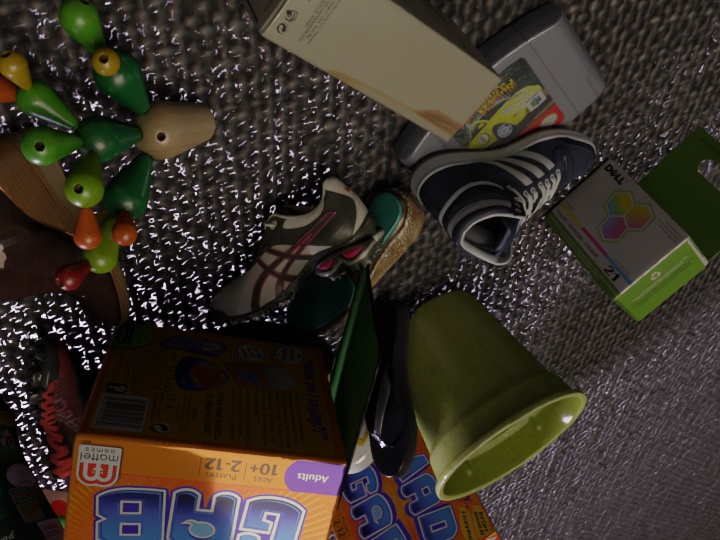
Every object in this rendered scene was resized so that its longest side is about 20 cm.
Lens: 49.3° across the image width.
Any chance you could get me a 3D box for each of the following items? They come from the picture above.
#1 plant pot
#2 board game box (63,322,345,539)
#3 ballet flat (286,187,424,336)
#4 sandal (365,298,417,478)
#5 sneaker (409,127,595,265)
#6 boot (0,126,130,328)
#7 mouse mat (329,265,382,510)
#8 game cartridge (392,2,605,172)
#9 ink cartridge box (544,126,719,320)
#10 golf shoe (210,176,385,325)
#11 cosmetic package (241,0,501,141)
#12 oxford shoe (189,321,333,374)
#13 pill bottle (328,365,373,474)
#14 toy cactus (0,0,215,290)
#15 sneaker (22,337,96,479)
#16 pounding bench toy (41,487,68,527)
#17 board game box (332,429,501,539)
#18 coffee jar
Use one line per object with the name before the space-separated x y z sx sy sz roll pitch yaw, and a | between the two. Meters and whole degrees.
plant pot | 0.128 0.132 0.921 0.199 0.185 0.201 -25 150 -15
board game box | -0.138 0.188 0.688 0.198 0.200 0.202 9 108 -11
ballet flat | 0.000 0.000 0.822 0.200 0.071 0.065 -47 151 25
sandal | 0.023 0.134 0.893 0.043 0.202 0.076 3 168 -34
sneaker | 0.157 -0.071 0.749 0.198 0.109 0.070 -13 138 -17
boot | -0.286 0.003 0.617 0.166 0.072 0.201 -40 131 -28
mouse mat | -0.008 0.096 0.713 0.007 0.200 0.162 11 113 -9
game cartridge | 0.133 -0.154 0.762 0.200 0.041 0.133 -42 134 14
ink cartridge box | 0.331 -0.069 0.873 0.200 0.148 0.076 -44 136 16
golf shoe | -0.074 -0.016 0.769 0.199 0.077 0.088 -28 103 19
cosmetic package | 0.007 -0.187 0.604 0.199 0.106 0.071 21 121 -40
oxford shoe | -0.128 0.086 0.821 0.198 0.084 0.073 4 90 -9
pill bottle | -0.049 0.170 0.929 0.111 0.112 0.200 -32 139 4
toy cactus | -0.185 -0.098 0.592 0.165 0.102 0.202 -25 114 -50
sneaker | -0.282 0.134 0.792 0.097 0.071 0.201 -10 138 -20
pounding bench toy | -0.343 0.285 0.838 0.199 0.125 0.156 -33 141 27
board game box | 0.081 0.370 1.137 0.199 0.200 0.200 -28 140 0
coffee jar | -0.356 0.213 0.739 0.104 0.201 0.085 -34 165 6
